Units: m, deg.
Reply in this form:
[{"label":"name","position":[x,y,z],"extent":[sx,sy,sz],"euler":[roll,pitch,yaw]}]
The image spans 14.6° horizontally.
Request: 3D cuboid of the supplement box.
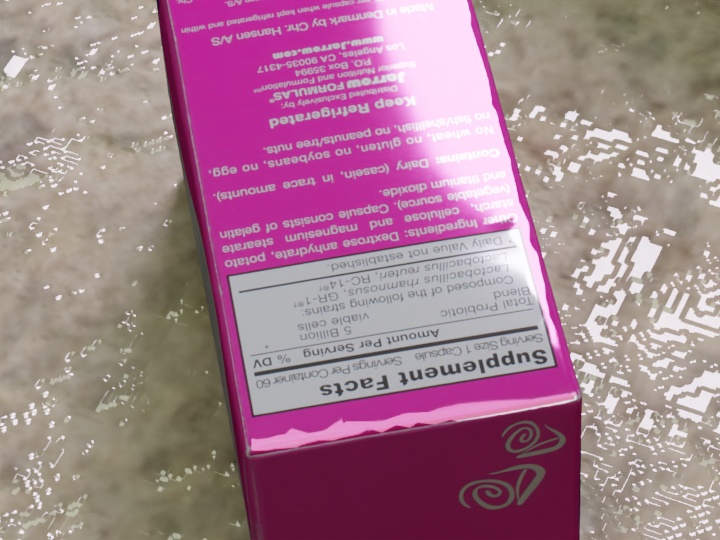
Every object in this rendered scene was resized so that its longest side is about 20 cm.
[{"label":"supplement box","position":[0.000,0.000,0.876],"extent":[0.103,0.102,0.201],"euler":[-8,52,-3]}]
